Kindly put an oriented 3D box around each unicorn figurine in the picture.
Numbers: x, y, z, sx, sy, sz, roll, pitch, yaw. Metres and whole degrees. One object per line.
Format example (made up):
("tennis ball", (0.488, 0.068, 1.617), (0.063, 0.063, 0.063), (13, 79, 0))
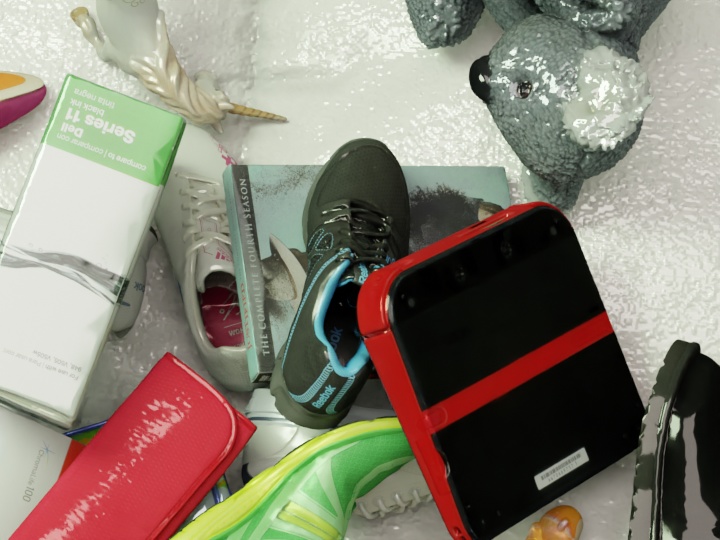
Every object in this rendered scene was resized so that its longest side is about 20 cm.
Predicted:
("unicorn figurine", (-0.151, -0.174, 1.777), (0.074, 0.200, 0.137), (-39, 46, -4))

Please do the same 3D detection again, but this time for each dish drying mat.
("dish drying mat", (-0.151, 0.147, 1.612), (0.077, 0.018, 0.200), (39, 70, 1))

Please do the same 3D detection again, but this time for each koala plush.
("koala plush", (0.137, -0.147, 1.724), (0.183, 0.177, 0.201), (3, 66, -17))

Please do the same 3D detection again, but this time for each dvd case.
("dvd case", (0.014, 0.000, 1.715), (0.199, 0.022, 0.146), (0, 69, -22))

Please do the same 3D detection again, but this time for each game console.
("game console", (0.091, 0.060, 1.647), (0.200, 0.031, 0.177), (-25, 96, -44))

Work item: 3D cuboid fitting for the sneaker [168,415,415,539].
("sneaker", (-0.040, 0.160, 1.615), (0.200, 0.074, 0.084), (-35, 86, -14))

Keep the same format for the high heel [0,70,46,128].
("high heel", (-0.303, -0.071, 1.794), (0.200, 0.096, 0.067), (-22, 32, -24))

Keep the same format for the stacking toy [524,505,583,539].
("stacking toy", (0.081, 0.224, 1.646), (0.110, 0.116, 0.200), (35, 63, 13))

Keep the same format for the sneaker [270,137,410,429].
("sneaker", (0.000, 0.000, 1.650), (0.073, 0.082, 0.201), (17, 63, -13))

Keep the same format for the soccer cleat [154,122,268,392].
("soccer cleat", (-0.095, -0.018, 1.734), (0.070, 0.086, 0.201), (-19, 71, -3))

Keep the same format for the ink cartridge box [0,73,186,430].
("ink cartridge box", (-0.184, -0.008, 1.649), (0.083, 0.147, 0.201), (21, 82, -6))

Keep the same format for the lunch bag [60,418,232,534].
("lunch bag", (-0.144, 0.196, 1.666), (0.160, 0.082, 0.201), (-18, 71, -2))

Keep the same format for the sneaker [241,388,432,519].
("sneaker", (0.019, 0.127, 1.694), (0.199, 0.073, 0.071), (8, 81, 16))

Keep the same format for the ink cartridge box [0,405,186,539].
("ink cartridge box", (-0.221, 0.168, 1.613), (0.199, 0.047, 0.161), (15, 71, 9))

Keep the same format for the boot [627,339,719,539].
("boot", (0.250, 0.155, 1.657), (0.157, 0.079, 0.212), (7, 78, 10))

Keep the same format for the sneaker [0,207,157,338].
("sneaker", (-0.237, 0.001, 1.746), (0.199, 0.075, 0.087), (2, 76, 5))
